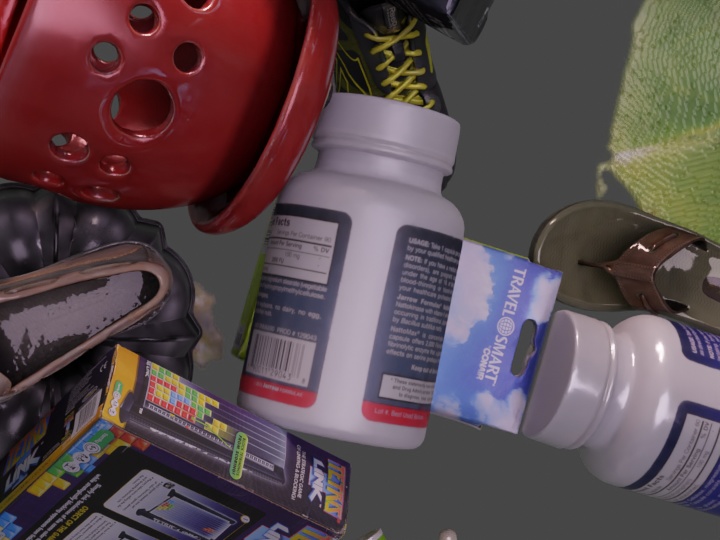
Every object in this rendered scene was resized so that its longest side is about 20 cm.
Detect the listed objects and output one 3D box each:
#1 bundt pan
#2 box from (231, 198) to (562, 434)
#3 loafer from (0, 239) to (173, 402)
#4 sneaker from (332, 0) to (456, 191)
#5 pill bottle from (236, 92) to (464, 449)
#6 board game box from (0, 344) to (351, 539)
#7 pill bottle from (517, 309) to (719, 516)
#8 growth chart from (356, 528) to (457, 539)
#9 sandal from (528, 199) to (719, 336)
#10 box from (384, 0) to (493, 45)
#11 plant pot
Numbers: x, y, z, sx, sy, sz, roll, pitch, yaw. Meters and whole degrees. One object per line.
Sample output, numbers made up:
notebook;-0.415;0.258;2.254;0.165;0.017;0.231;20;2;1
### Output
bundt pan;-0.195;0.041;0.900;0.200;0.076;0.203;-1;93;-14
box;0.025;0.027;0.967;0.199;0.048;0.123;17;88;-12
loafer;-0.201;0.037;0.826;0.199;0.063;0.072;-27;99;-12
sneaker;0.012;-0.142;0.941;0.074;0.085;0.201;-24;96;-11
pill bottle;0.000;0.000;0.878;0.119;0.120;0.201;12;88;-14
board game box;-0.129;0.147;0.854;0.165;0.200;0.057;30;41;-25
pill bottle;0.215;0.098;0.983;0.199;0.120;0.120;18;87;-14
growth chart;-0.007;0.250;0.984;0.199;0.018;0.146;-12;94;-14
sandal;0.217;-0.001;1.009;0.200;0.057;0.080;13;88;-8
box;0.020;-0.269;0.831;0.199;0.117;0.198;29;96;10
plant pot;-0.124;-0.129;0.855;0.182;0.200;0.202;20;87;-23
